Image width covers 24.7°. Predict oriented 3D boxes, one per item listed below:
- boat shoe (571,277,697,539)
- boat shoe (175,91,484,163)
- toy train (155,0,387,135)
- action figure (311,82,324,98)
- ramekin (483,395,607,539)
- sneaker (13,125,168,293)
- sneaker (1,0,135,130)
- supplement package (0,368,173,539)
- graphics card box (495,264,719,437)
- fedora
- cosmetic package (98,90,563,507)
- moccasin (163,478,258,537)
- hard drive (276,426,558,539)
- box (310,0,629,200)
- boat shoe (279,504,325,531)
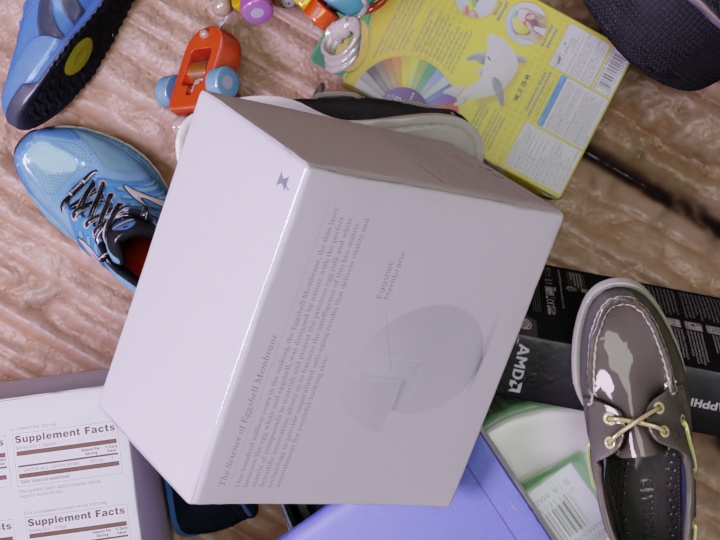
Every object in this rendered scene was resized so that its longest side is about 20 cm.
[{"bbox_3d":[0.174,0.107,1.022,0.071,0.060,0.204,-9,104,5],"label":"boat shoe"},{"bbox_3d":[-0.021,-0.081,1.060,0.197,0.060,0.075,-3,106,-10],"label":"boat shoe"},{"bbox_3d":[-0.048,-0.159,1.107,0.055,0.199,0.152,28,65,-40],"label":"toy train"},{"bbox_3d":[0.000,0.000,1.118,0.193,0.105,0.201,36,89,8],"label":"action figure"},{"bbox_3d":[0.127,0.173,1.121,0.197,0.098,0.203,0,91,-1],"label":"ramekin"},{"bbox_3d":[-0.155,-0.034,1.111,0.199,0.090,0.079,37,90,10],"label":"sneaker"},{"bbox_3d":[-0.201,-0.194,1.132,0.078,0.066,0.201,30,90,10],"label":"sneaker"},{"bbox_3d":[-0.201,0.174,1.068,0.145,0.191,0.203,-7,90,-2],"label":"supplement package"},{"bbox_3d":[0.186,0.053,1.105,0.197,0.126,0.051,11,115,-2],"label":"graphics card box"},{"bbox_3d":[0.208,-0.189,1.105,0.201,0.201,0.091,48,120,-2],"label":"fedora"},{"bbox_3d":[-0.019,0.022,0.962,0.199,0.123,0.201,8,109,-42],"label":"cosmetic package"},{"bbox_3d":[-0.103,0.094,1.100,0.067,0.081,0.201,-6,136,-2],"label":"moccasin"},{"bbox_3d":[0.025,0.200,1.063,0.199,0.025,0.133,-35,85,10],"label":"hard drive"},{"bbox_3d":[0.075,-0.145,1.143,0.198,0.048,0.118,29,90,-4],"label":"box"},{"bbox_3d":[-0.037,0.100,1.106,0.072,0.062,0.202,-4,111,20],"label":"boat shoe"}]
